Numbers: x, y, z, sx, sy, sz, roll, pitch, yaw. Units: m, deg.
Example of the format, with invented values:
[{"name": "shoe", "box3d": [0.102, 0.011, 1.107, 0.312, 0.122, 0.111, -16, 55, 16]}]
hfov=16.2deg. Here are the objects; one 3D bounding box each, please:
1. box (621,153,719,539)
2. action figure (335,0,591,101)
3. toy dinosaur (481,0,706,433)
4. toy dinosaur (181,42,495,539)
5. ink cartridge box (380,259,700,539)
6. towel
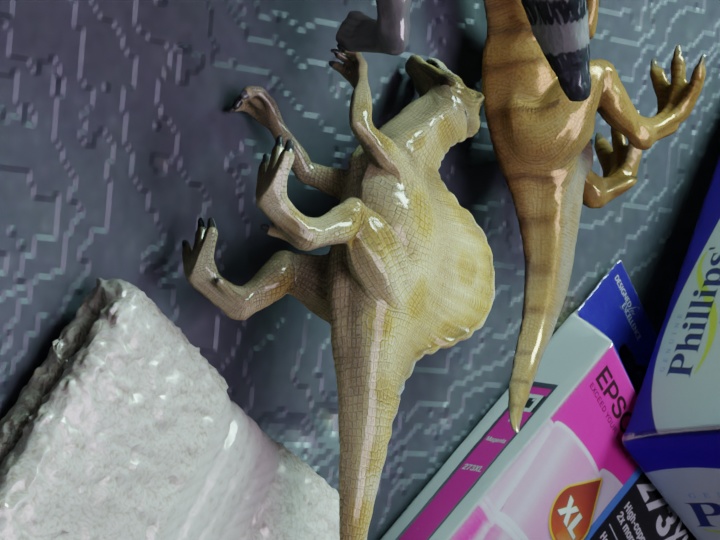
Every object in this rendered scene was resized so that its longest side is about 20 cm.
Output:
[{"name": "box", "box3d": [0.212, 0.046, 0.973, 0.200, 0.104, 0.185, 49, 50, -36]}, {"name": "action figure", "box3d": [0.075, -0.160, 0.763, 0.198, 0.105, 0.194, -9, 133, -7]}, {"name": "toy dinosaur", "box3d": [0.066, -0.043, 0.884, 0.106, 0.060, 0.202, 0, 82, -38]}, {"name": "toy dinosaur", "box3d": [0.000, 0.000, 0.802, 0.101, 0.058, 0.201, 25, 61, -25]}, {"name": "ink cartridge box", "box3d": [0.068, 0.095, 0.911, 0.200, 0.037, 0.095, -49, 124, -32]}, {"name": "towel", "box3d": [-0.086, 0.116, 0.765, 0.133, 0.034, 0.201, 49, 61, -35]}]
